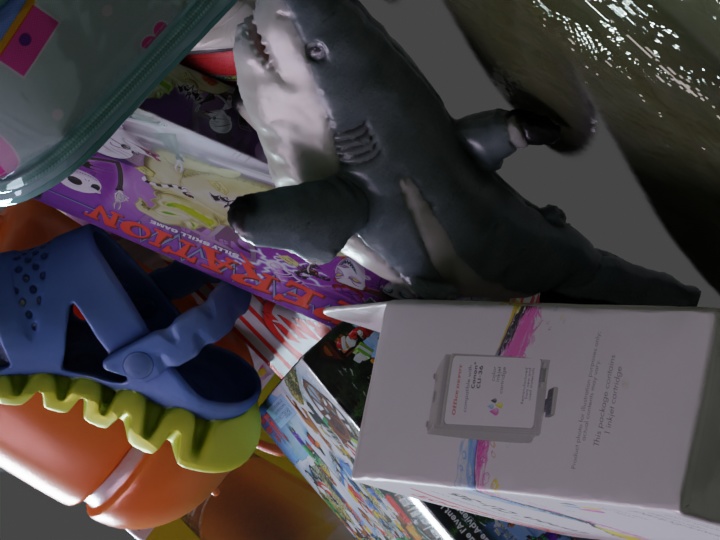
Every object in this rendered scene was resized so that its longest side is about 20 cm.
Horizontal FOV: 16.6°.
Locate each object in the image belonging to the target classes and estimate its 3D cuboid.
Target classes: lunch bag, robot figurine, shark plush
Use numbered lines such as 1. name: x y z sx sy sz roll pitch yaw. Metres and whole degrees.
1. lunch bag: -0.125 -0.107 0.854 0.077 0.161 0.200 45 169 -33
2. robot figurine: -0.133 0.045 1.146 0.199 0.144 0.117 33 -165 -13
3. shark plush: 0.036 -0.026 0.862 0.200 0.083 0.091 35 -153 -9

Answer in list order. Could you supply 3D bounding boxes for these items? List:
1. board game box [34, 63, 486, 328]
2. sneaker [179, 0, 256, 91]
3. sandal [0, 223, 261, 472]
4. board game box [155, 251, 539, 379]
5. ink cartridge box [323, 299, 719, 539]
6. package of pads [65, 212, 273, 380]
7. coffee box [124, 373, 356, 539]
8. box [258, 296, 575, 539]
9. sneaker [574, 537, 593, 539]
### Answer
1. board game box: -0.043 -0.028 0.962 0.199 0.032 0.120 23 160 -9
2. sneaker: -0.067 -0.094 0.977 0.085 0.077 0.200 38 174 -26
3. sandal: -0.126 0.015 1.031 0.199 0.087 0.080 14 -152 -17
4. board game box: 0.000 0.000 1.078 0.151 0.047 0.200 3 151 34
5. ink cartridge box: 0.081 0.055 0.843 0.116 0.068 0.199 19 169 -37
6. package of pads: -0.097 -0.026 1.283 0.121 0.076 0.200 48 -175 -27
7. coffee box: 0.011 0.132 1.367 0.197 0.200 0.200 37 170 13
8. box: 0.021 0.089 1.013 0.137 0.038 0.200 50 168 3
9. sneaker: 0.100 0.090 1.060 0.200 0.079 0.079 67 -169 -50
